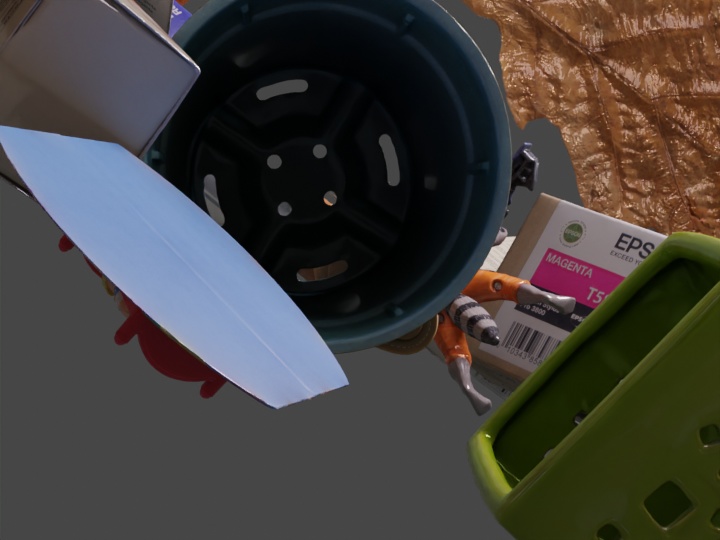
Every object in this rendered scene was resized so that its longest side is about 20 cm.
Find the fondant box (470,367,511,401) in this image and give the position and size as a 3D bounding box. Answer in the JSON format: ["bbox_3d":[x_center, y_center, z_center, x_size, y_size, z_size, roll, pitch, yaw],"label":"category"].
[{"bbox_3d":[0.168,0.105,1.695,0.199,0.058,0.144,38,5,-30],"label":"fondant box"}]

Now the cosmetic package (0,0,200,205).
[{"bbox_3d":[-0.163,-0.112,0.861,0.087,0.104,0.200,36,7,-28],"label":"cosmetic package"}]

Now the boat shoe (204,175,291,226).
[{"bbox_3d":[-0.103,-0.078,1.191,0.200,0.072,0.070,40,5,27],"label":"boat shoe"}]

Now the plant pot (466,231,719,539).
[{"bbox_3d":[0.194,0.114,0.972,0.182,0.200,0.199,46,3,-5],"label":"plant pot"}]

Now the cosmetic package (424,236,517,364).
[{"bbox_3d":[0.126,0.024,1.555,0.199,0.074,0.103,-3,33,-43],"label":"cosmetic package"}]

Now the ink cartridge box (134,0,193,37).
[{"bbox_3d":[-0.181,-0.173,1.043,0.196,0.043,0.201,41,-33,13],"label":"ink cartridge box"}]

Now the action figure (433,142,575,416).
[{"bbox_3d":[0.082,-0.012,1.363,0.193,0.201,0.104,43,19,30],"label":"action figure"}]

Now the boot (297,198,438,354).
[{"bbox_3d":[0.000,0.000,1.291,0.200,0.074,0.155,44,2,21],"label":"boot"}]

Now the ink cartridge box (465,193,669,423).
[{"bbox_3d":[0.201,0.043,1.408,0.199,0.166,0.075,22,-11,42],"label":"ink cartridge box"}]

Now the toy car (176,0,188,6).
[{"bbox_3d":[-0.205,-0.238,1.206,0.199,0.150,0.175,33,-16,17],"label":"toy car"}]

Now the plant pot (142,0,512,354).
[{"bbox_3d":[-0.028,-0.056,0.960,0.200,0.201,0.196,38,-4,-4],"label":"plant pot"}]

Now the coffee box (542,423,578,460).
[{"bbox_3d":[0.209,0.185,1.308,0.123,0.044,0.200,39,4,-11],"label":"coffee box"}]

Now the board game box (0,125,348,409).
[{"bbox_3d":[-0.085,0.010,0.707,0.158,0.039,0.200,45,10,9],"label":"board game box"}]
